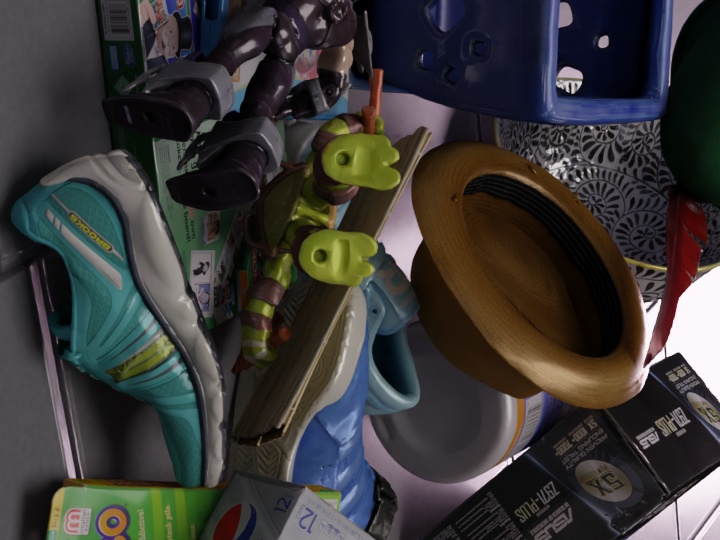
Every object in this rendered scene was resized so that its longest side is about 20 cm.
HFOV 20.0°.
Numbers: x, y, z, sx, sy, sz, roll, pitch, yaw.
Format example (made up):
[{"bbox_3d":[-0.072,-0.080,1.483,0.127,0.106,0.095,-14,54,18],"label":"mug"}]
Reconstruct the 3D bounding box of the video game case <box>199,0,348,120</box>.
[{"bbox_3d":[-0.045,-0.188,1.173,0.143,0.018,0.201,-6,100,-61],"label":"video game case"}]

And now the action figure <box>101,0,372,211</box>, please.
[{"bbox_3d":[-0.051,-0.121,1.094,0.200,0.069,0.131,-54,129,-42],"label":"action figure"}]

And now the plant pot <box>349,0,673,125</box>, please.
[{"bbox_3d":[0.084,-0.196,1.294,0.200,0.179,0.201,-7,101,-60],"label":"plant pot"}]

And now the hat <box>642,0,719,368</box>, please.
[{"bbox_3d":[0.203,-0.079,1.330,0.175,0.200,0.166,-16,129,-28],"label":"hat"}]

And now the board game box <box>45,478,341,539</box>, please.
[{"bbox_3d":[-0.097,0.165,1.127,0.199,0.030,0.096,7,92,-45],"label":"board game box"}]

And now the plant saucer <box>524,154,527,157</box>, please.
[{"bbox_3d":[0.152,-0.045,1.590,0.200,0.032,0.201,-12,104,-60],"label":"plant saucer"}]

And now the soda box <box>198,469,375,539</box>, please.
[{"bbox_3d":[-0.005,0.191,1.153,0.200,0.063,0.069,41,68,-38],"label":"soda box"}]

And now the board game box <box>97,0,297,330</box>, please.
[{"bbox_3d":[-0.088,-0.070,1.159,0.134,0.029,0.201,-30,120,-57],"label":"board game box"}]

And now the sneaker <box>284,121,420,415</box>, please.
[{"bbox_3d":[0.000,0.000,1.273,0.074,0.082,0.201,-49,135,-47],"label":"sneaker"}]

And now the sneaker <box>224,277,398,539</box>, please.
[{"bbox_3d":[-0.021,0.107,1.253,0.111,0.076,0.201,22,79,-54],"label":"sneaker"}]

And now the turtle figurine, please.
[{"bbox_3d":[-0.026,-0.039,1.132,0.064,0.161,0.201,30,79,-12],"label":"turtle figurine"}]

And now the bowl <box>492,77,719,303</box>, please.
[{"bbox_3d":[0.171,-0.039,1.460,0.201,0.200,0.094,-45,164,-49],"label":"bowl"}]

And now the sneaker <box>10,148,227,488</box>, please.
[{"bbox_3d":[-0.122,0.030,1.075,0.078,0.079,0.201,-120,-170,-64],"label":"sneaker"}]

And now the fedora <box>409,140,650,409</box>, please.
[{"bbox_3d":[0.093,0.014,1.297,0.200,0.082,0.201,26,42,-25],"label":"fedora"}]

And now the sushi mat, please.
[{"bbox_3d":[-0.017,0.010,1.172,0.012,0.096,0.201,31,72,-13],"label":"sushi mat"}]

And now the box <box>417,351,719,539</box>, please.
[{"bbox_3d":[0.154,0.161,1.449,0.086,0.200,0.164,53,28,12],"label":"box"}]

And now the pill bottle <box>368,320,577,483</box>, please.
[{"bbox_3d":[0.097,0.072,1.428,0.200,0.112,0.113,-20,111,-59],"label":"pill bottle"}]
